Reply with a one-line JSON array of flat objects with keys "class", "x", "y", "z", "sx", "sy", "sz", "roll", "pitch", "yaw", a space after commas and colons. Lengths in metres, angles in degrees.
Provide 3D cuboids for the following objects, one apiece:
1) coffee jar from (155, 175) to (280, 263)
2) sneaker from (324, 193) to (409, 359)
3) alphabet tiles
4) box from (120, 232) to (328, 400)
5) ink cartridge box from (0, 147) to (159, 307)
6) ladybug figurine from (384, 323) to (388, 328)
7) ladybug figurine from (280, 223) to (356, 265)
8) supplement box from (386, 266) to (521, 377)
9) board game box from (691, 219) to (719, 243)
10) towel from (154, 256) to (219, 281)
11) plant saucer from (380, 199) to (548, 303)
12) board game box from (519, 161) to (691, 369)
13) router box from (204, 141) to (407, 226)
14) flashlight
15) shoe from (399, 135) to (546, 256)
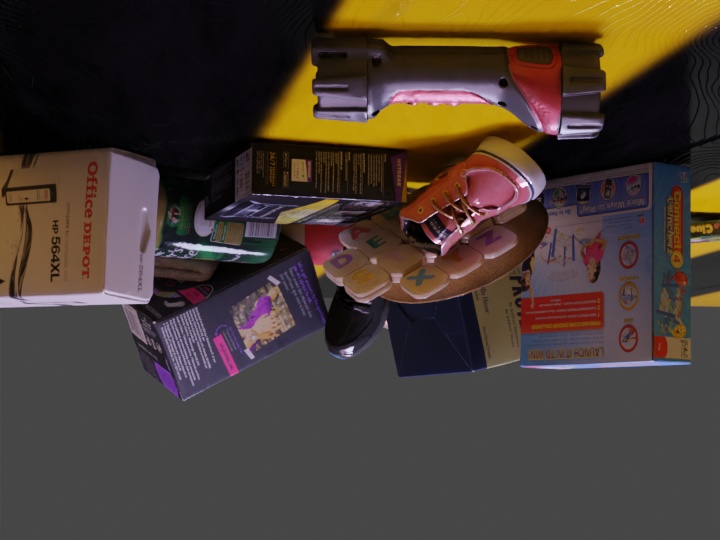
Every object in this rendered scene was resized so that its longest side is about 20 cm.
[{"class": "coffee jar", "x": -0.191, "y": -0.056, "z": 1.733, "sx": 0.199, "sy": 0.086, "sz": 0.104, "roll": 6, "pitch": -178, "yaw": -36}, {"class": "sneaker", "x": 0.000, "y": 0.000, "z": 1.814, "sx": 0.073, "sy": 0.201, "sz": 0.082, "roll": 25, "pitch": -176, "yaw": 36}, {"class": "alphabet tiles", "x": 0.064, "y": -0.035, "z": 1.630, "sx": 0.199, "sy": 0.015, "sz": 0.196, "roll": -30, "pitch": -152, "yaw": -12}, {"class": "box", "x": -0.154, "y": 0.043, "z": 1.853, "sx": 0.199, "sy": 0.107, "sz": 0.122, "roll": -27, "pitch": -153, "yaw": -21}, {"class": "ink cartridge box", "x": -0.307, "y": -0.041, "z": 1.624, "sx": 0.199, "sy": 0.147, "sz": 0.084, "roll": -3, "pitch": 171, "yaw": 28}, {"class": "ladybug figurine", "x": 0.075, "y": 0.005, "z": 2.065, "sx": 0.199, "sy": 0.137, "sz": 0.072, "roll": -10, "pitch": 161, "yaw": -33}, {"class": "ladybug figurine", "x": -0.007, "y": -0.043, "z": 1.913, "sx": 0.198, "sy": 0.073, "sz": 0.136, "roll": 0, "pitch": 174, "yaw": 5}, {"class": "supplement box", "x": 0.158, "y": 0.038, "z": 1.931, "sx": 0.199, "sy": 0.135, "sz": 0.200, "roll": -12, "pitch": 180, "yaw": -25}, {"class": "board game box", "x": 0.370, "y": -0.042, "z": 1.991, "sx": 0.198, "sy": 0.024, "sz": 0.105, "roll": -6, "pitch": 174, "yaw": -9}, {"class": "towel", "x": -0.248, "y": -0.034, "z": 1.852, "sx": 0.198, "sy": 0.035, "sz": 0.133, "roll": 8, "pitch": -151, "yaw": 8}, {"class": "plant saucer", "x": 0.092, "y": -0.039, "z": 1.671, "sx": 0.199, "sy": 0.036, "sz": 0.201, "roll": -18, "pitch": -151, "yaw": 10}, {"class": "board game box", "x": 0.248, "y": 0.000, "z": 1.673, "sx": 0.056, "sy": 0.198, "sz": 0.199, "roll": 5, "pitch": 174, "yaw": -35}, {"class": "router box", "x": -0.058, "y": -0.083, "z": 1.622, "sx": 0.156, "sy": 0.053, "sz": 0.200, "roll": 2, "pitch": 174, "yaw": -19}, {"class": "flashlight", "x": 0.067, "y": -0.124, "z": 1.124, "sx": 0.198, "sy": 0.068, "sz": 0.068, "roll": 0, "pitch": 177, "yaw": 2}, {"class": "shoe", "x": 0.100, "y": -0.062, "z": 1.513, "sx": 0.071, "sy": 0.091, "sz": 0.200, "roll": 43, "pitch": 167, "yaw": -10}]
